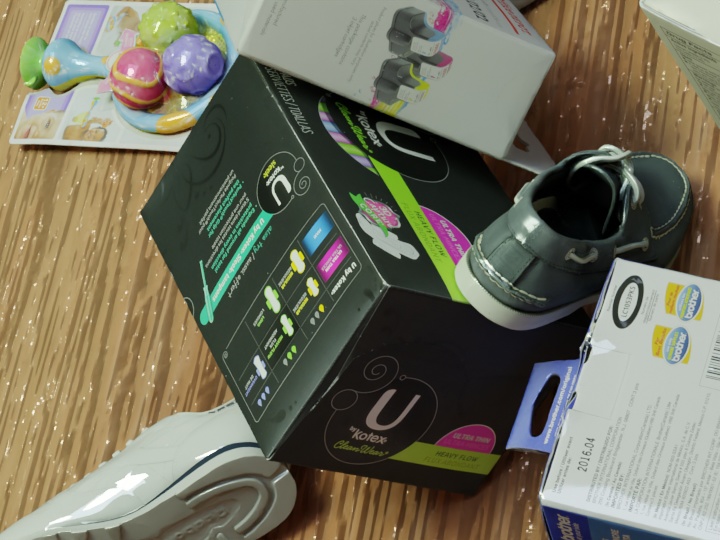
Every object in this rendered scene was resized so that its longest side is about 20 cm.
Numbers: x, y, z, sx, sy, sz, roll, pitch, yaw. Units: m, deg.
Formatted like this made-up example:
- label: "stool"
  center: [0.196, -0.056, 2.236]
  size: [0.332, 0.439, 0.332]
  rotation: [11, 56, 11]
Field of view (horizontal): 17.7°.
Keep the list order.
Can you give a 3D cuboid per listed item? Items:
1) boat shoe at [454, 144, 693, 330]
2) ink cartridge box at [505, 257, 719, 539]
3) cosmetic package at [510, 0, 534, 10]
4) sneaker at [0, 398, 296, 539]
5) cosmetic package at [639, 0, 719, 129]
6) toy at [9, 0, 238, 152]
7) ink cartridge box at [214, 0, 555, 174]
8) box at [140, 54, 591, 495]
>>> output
- label: "boat shoe"
  center: [0.124, -0.028, 1.180]
  size: [0.073, 0.200, 0.062]
  rotation: [44, 127, 16]
- label: "ink cartridge box"
  center: [0.170, 0.079, 1.105]
  size: [0.200, 0.076, 0.137]
  rotation: [13, 66, 16]
- label: "cosmetic package"
  center: [0.002, -0.244, 1.370]
  size: [0.166, 0.200, 0.168]
  rotation: [-30, 50, 7]
- label: "sneaker"
  center: [-0.127, 0.133, 1.292]
  size: [0.200, 0.076, 0.081]
  rotation: [-24, 39, 9]
- label: "cosmetic package"
  center: [0.227, -0.082, 1.130]
  size: [0.073, 0.200, 0.103]
  rotation: [-50, 49, -7]
- label: "toy"
  center: [-0.137, -0.135, 1.483]
  size: [0.200, 0.047, 0.115]
  rotation: [3, 62, 33]
- label: "ink cartridge box"
  center: [0.028, -0.125, 1.246]
  size: [0.068, 0.200, 0.115]
  rotation: [-63, 20, 16]
- label: "box"
  center: [0.000, 0.000, 1.223]
  size: [0.124, 0.148, 0.200]
  rotation: [-56, 43, 25]
